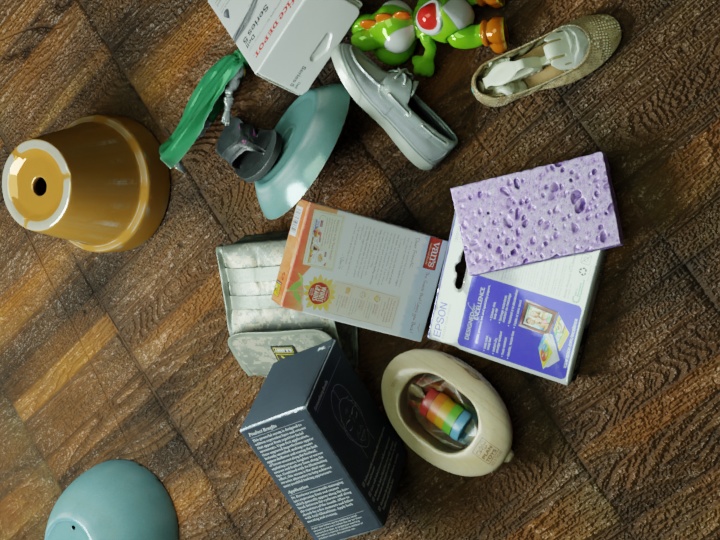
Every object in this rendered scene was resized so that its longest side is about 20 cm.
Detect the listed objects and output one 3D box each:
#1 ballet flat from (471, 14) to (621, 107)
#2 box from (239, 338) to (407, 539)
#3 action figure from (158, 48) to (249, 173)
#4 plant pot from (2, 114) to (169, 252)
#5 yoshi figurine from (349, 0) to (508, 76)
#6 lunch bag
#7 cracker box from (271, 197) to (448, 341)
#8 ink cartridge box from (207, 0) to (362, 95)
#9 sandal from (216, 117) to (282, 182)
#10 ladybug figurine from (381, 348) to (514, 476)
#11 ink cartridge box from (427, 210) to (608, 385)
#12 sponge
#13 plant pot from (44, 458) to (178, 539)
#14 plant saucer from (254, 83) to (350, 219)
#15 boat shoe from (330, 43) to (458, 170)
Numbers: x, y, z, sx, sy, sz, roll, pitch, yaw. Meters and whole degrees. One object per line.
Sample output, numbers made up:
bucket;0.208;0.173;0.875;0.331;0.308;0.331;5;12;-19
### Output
ballet flat;0.221;-0.252;1.497;0.198;0.065;0.071;-26;82;26
box;-0.043;0.221;1.583;0.106;0.149;0.202;-21;112;26
action figure;-0.207;-0.232;1.711;0.201;0.054;0.118;-54;29;6
plant pot;-0.404;-0.123;1.761;0.197;0.183;0.204;2;95;27
yoshi figurine;0.088;-0.308;1.561;0.197;0.113;0.113;-6;131;14
lunch bag;-0.093;0.052;1.657;0.162;0.117;0.203;-3;100;23
cracker box;0.000;0.000;1.561;0.197;0.058;0.136;15;94;-20
ink cartridge box;-0.101;-0.347;1.599;0.146;0.083;0.201;-53;43;20
sandal;-0.161;-0.166;1.646;0.076;0.048;0.200;-62;29;0
ladybug figurine;0.118;0.180;1.581;0.199;0.072;0.137;39;109;20
ink cartridge box;0.197;0.017;1.542;0.197;0.043;0.201;17;100;23
sponge;0.212;-0.066;1.493;0.197;0.030;0.113;-12;86;25
plant pot;-0.388;0.394;1.822;0.197;0.134;0.204;3;96;27
plant saucer;-0.085;-0.163;1.600;0.036;0.201;0.201;29;112;-21
boat shoe;0.047;-0.219;1.557;0.071;0.070;0.201;-35;109;26
